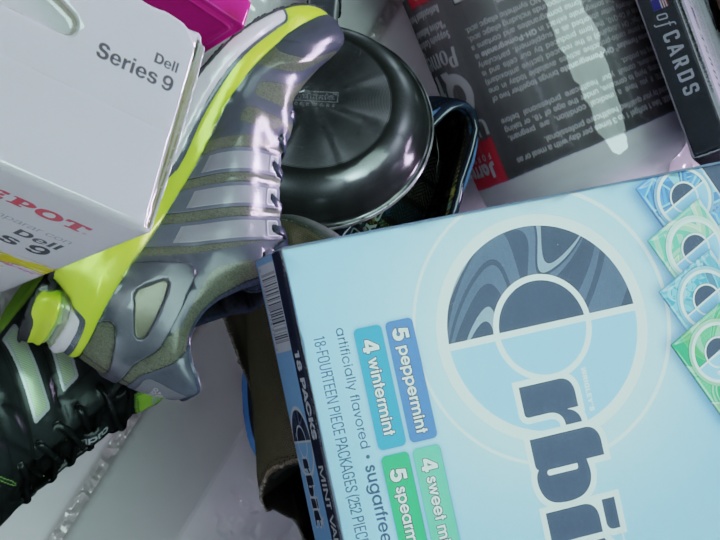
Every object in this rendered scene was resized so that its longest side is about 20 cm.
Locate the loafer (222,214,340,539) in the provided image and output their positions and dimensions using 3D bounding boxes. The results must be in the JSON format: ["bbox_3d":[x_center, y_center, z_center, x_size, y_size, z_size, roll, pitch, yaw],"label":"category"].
[{"bbox_3d":[-0.010,0.066,0.891,0.070,0.075,0.200,-8,65,-51],"label":"loafer"}]

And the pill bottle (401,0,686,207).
[{"bbox_3d":[0.096,-0.092,1.050,0.110,0.111,0.201,-24,93,-36],"label":"pill bottle"}]

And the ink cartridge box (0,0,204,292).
[{"bbox_3d":[-0.173,-0.059,0.798,0.145,0.200,0.088,24,66,-29],"label":"ink cartridge box"}]

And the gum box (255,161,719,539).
[{"bbox_3d":[0.073,0.057,0.852,0.199,0.045,0.171,-12,88,-17],"label":"gum box"}]

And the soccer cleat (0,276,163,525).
[{"bbox_3d":[-0.123,0.049,0.881,0.081,0.068,0.200,23,62,4],"label":"soccer cleat"}]

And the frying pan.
[{"bbox_3d":[-0.006,-0.100,0.997,0.115,0.031,0.190,24,63,13],"label":"frying pan"}]

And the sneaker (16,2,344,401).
[{"bbox_3d":[-0.059,-0.028,0.881,0.081,0.074,0.200,38,64,-7],"label":"sneaker"}]

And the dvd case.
[{"bbox_3d":[0.171,-0.113,1.079,0.200,0.025,0.151,17,53,-69],"label":"dvd case"}]

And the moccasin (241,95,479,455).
[{"bbox_3d":[0.000,0.000,0.985,0.080,0.068,0.201,27,67,-28],"label":"moccasin"}]

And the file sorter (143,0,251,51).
[{"bbox_3d":[-0.147,-0.179,0.886,0.200,0.139,0.126,31,60,-25],"label":"file sorter"}]
